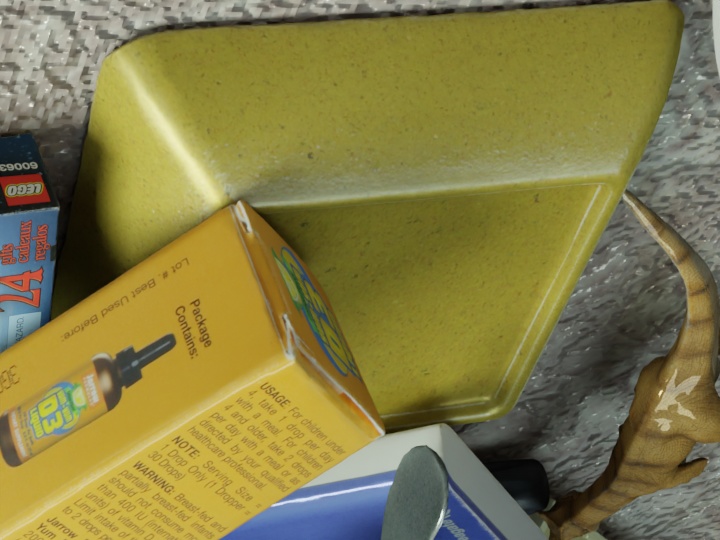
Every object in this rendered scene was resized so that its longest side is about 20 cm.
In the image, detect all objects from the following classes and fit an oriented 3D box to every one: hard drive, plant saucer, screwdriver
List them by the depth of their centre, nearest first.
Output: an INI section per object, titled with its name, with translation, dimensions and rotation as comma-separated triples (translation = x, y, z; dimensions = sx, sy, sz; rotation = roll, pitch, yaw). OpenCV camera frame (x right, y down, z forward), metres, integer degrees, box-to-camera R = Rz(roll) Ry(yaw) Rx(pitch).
[plant saucer]
translation = 0.000, 0.000, 0.757
dimensions = 0.198, 0.049, 0.201
rotation = -6, 144, -21
[hard drive]
translation = -0.039, 0.111, 0.862
dimensions = 0.199, 0.026, 0.132
rotation = -13, 150, 18
[screwdriver]
translation = -0.018, 0.105, 0.926
dimensions = 0.198, 0.028, 0.029
rotation = -9, 175, -7

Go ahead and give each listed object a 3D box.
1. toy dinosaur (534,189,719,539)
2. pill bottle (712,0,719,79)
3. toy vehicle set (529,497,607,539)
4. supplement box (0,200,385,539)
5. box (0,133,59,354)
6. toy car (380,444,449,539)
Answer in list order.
[toy dinosaur]
translation = 0.126, 0.045, 0.865
dimensions = 0.106, 0.060, 0.201
rotation = -17, 141, -31
[pill bottle]
translation = 0.222, -0.083, 0.697
dimensions = 0.199, 0.120, 0.120
rotation = -5, 144, -24
[toy vehicle set]
translation = 0.053, 0.201, 0.989
dimensions = 0.201, 0.026, 0.124
rotation = -61, 144, -8
[supplement box]
translation = -0.094, 0.066, 0.680
dimensions = 0.199, 0.067, 0.069
rotation = -33, 139, 12
[box]
translation = -0.171, 0.052, 0.712
dimensions = 0.136, 0.038, 0.201
rotation = -8, 134, -21
[toy car]
translation = -0.024, 0.154, 0.762
dimensions = 0.157, 0.165, 0.200
rotation = 15, 138, -28
